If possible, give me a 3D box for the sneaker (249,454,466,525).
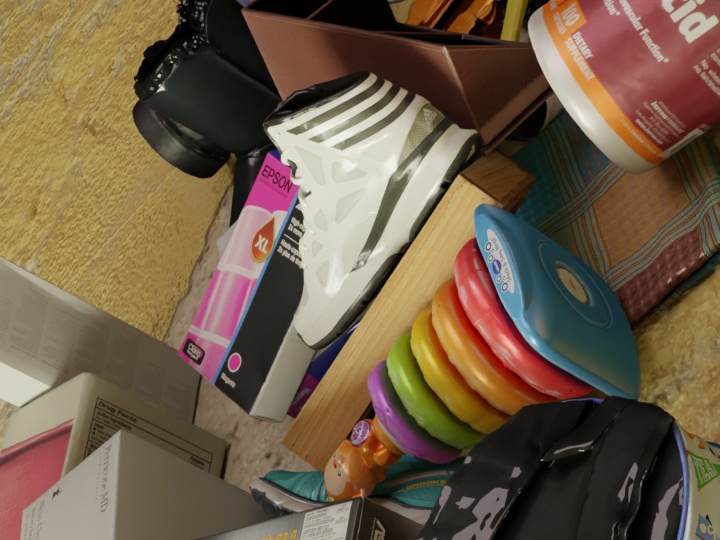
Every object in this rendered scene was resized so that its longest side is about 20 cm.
[{"bbox_3d":[0.010,0.144,1.249,0.200,0.078,0.080,-2,44,50],"label":"sneaker"}]

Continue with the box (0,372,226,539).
[{"bbox_3d":[-0.188,0.195,1.421,0.109,0.128,0.200,-28,42,43],"label":"box"}]

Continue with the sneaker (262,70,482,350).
[{"bbox_3d":[-0.016,-0.046,1.241,0.076,0.115,0.201,-47,-7,-49],"label":"sneaker"}]

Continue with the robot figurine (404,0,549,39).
[{"bbox_3d":[0.091,-0.183,1.398,0.200,0.058,0.145,-50,32,18],"label":"robot figurine"}]

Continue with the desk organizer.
[{"bbox_3d":[0.020,-0.139,1.276,0.072,0.077,0.200,-43,36,-25],"label":"desk organizer"}]

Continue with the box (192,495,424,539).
[{"bbox_3d":[-0.007,0.189,1.130,0.200,0.158,0.048,-22,50,47],"label":"box"}]

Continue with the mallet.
[{"bbox_3d":[0.096,-0.183,1.309,0.066,0.041,0.201,5,87,47],"label":"mallet"}]

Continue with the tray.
[{"bbox_3d":[0.030,0.023,1.230,0.200,0.037,0.099,-56,-6,19],"label":"tray"}]

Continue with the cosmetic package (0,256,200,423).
[{"bbox_3d":[-0.213,0.069,1.492,0.051,0.200,0.083,-29,42,40],"label":"cosmetic package"}]

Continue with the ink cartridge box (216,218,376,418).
[{"bbox_3d":[0.000,0.000,1.345,0.196,0.043,0.200,-43,49,27],"label":"ink cartridge box"}]

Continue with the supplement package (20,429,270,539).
[{"bbox_3d":[-0.125,0.231,1.269,0.111,0.156,0.200,-39,36,31],"label":"supplement package"}]

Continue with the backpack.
[{"bbox_3d":[0.119,0.161,0.976,0.200,0.154,0.191,5,76,50],"label":"backpack"}]

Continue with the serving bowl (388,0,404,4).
[{"bbox_3d":[0.049,-0.267,1.439,0.066,0.200,0.200,38,98,22],"label":"serving bowl"}]

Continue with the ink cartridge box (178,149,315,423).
[{"bbox_3d":[-0.046,-0.009,1.342,0.095,0.037,0.200,34,101,47],"label":"ink cartridge box"}]

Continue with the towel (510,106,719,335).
[{"bbox_3d":[0.150,-0.043,1.228,0.147,0.022,0.200,-45,34,26],"label":"towel"}]

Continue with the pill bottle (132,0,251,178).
[{"bbox_3d":[-0.086,-0.170,1.595,0.200,0.112,0.112,-47,33,21],"label":"pill bottle"}]

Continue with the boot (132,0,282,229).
[{"bbox_3d":[-0.099,-0.091,1.492,0.076,0.168,0.201,5,69,59],"label":"boot"}]

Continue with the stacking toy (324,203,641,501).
[{"bbox_3d":[0.048,0.067,1.157,0.200,0.110,0.116,-41,43,23],"label":"stacking toy"}]

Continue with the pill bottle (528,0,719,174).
[{"bbox_3d":[0.204,-0.153,1.138,0.200,0.114,0.114,-35,37,20],"label":"pill bottle"}]
